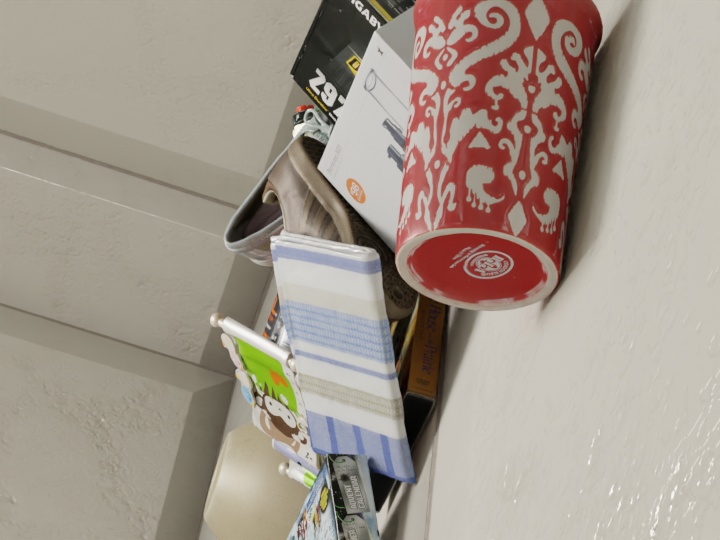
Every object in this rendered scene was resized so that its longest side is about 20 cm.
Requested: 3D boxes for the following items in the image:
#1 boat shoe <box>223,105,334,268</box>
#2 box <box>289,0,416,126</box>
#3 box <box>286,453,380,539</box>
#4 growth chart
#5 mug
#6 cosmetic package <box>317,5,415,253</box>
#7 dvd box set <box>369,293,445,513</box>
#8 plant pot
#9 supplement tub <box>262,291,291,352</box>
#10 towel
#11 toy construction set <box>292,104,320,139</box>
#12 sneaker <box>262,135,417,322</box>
[{"bbox_3d":[-0.045,-0.090,1.558,0.202,0.075,0.065,-47,-26,10],"label":"boat shoe"},{"bbox_3d":[0.038,-0.146,1.434,0.049,0.200,0.160,-36,-11,-29],"label":"box"},{"bbox_3d":[-0.029,0.266,1.449,0.201,0.039,0.138,113,154,-47],"label":"box"},{"bbox_3d":[-0.067,0.132,1.578,0.018,0.201,0.144,-38,34,-27],"label":"growth chart"},{"bbox_3d":[0.091,-0.075,1.167,0.178,0.132,0.202,83,-167,-60],"label":"mug"},{"bbox_3d":[0.051,-0.091,1.369,0.051,0.151,0.200,-33,-16,-28],"label":"cosmetic package"},{"bbox_3d":[0.038,0.094,1.525,0.201,0.029,0.147,-80,11,-51],"label":"dvd box set"},{"bbox_3d":[-0.087,0.231,1.792,0.200,0.133,0.202,-162,90,-84],"label":"plant pot"},{"bbox_3d":[-0.025,0.025,1.624,0.107,0.106,0.202,-108,37,-79],"label":"supplement tub"},{"bbox_3d":[-0.013,0.069,1.425,0.146,0.024,0.202,10,116,53],"label":"towel"},{"bbox_3d":[0.011,-0.128,1.648,0.199,0.131,0.093,-34,69,27],"label":"toy construction set"},{"bbox_3d":[-0.019,-0.021,1.469,0.076,0.070,0.201,-48,53,27],"label":"sneaker"}]
